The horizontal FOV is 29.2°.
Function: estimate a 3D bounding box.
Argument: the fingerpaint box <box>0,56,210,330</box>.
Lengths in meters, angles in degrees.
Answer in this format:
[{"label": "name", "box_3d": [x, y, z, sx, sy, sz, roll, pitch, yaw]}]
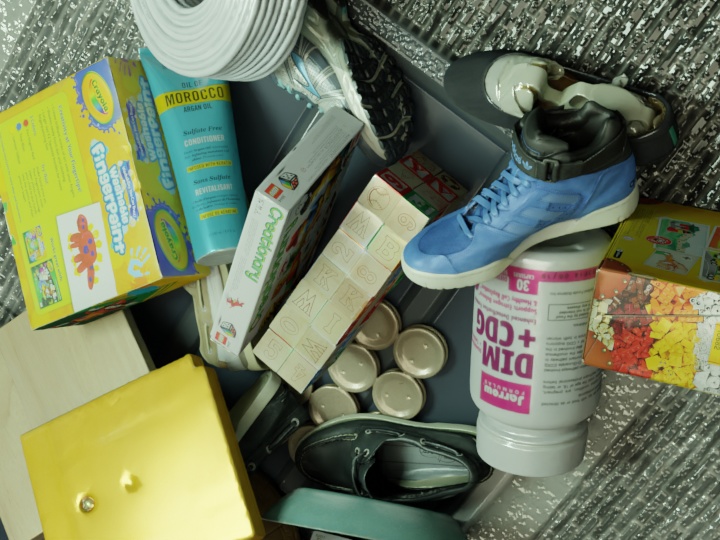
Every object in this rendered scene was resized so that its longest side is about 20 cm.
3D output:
[{"label": "fingerpaint box", "box_3d": [-0.238, -0.066, 1.244, 0.166, 0.073, 0.202, -21, 81, 31]}]

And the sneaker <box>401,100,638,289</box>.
[{"label": "sneaker", "box_3d": [0.117, -0.065, 1.063, 0.198, 0.077, 0.112, -19, 133, -2]}]

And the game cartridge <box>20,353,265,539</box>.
[{"label": "game cartridge", "box_3d": [-0.196, 0.190, 1.226, 0.199, 0.032, 0.177, -25, 69, 14]}]

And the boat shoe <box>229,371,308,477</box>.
[{"label": "boat shoe", "box_3d": [-0.120, 0.192, 1.277, 0.066, 0.074, 0.200, 39, 75, -14]}]

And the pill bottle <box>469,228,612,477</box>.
[{"label": "pill bottle", "box_3d": [0.150, 0.063, 1.167, 0.112, 0.113, 0.202, 7, 111, 17]}]

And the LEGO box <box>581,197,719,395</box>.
[{"label": "LEGO box", "box_3d": [0.263, 0.018, 1.063, 0.148, 0.200, 0.078, 13, 112, 16]}]

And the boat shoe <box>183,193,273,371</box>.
[{"label": "boat shoe", "box_3d": [-0.134, -0.002, 1.268, 0.068, 0.075, 0.202, -6, 101, 26]}]

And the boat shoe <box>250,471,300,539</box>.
[{"label": "boat shoe", "box_3d": [-0.136, 0.225, 1.357, 0.200, 0.074, 0.069, 51, 133, 6]}]

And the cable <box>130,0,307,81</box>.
[{"label": "cable", "box_3d": [-0.119, -0.256, 1.136, 0.200, 0.069, 0.201, 46, 127, 33]}]

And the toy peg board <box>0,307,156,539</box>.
[{"label": "toy peg board", "box_3d": [-0.267, 0.134, 1.337, 0.198, 0.098, 0.201, -33, 68, 13]}]

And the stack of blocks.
[{"label": "stack of blocks", "box_3d": [0.000, 0.000, 1.193, 0.058, 0.115, 0.200, 39, 114, 7]}]

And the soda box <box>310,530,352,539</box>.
[{"label": "soda box", "box_3d": [0.041, 0.312, 1.310, 0.198, 0.068, 0.064, 11, 144, 16]}]

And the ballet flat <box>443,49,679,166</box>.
[{"label": "ballet flat", "box_3d": [0.162, -0.141, 1.113, 0.199, 0.073, 0.074, 20, 114, 11]}]

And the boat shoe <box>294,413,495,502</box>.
[{"label": "boat shoe", "box_3d": [0.024, 0.179, 1.263, 0.198, 0.066, 0.075, 2, 111, 19]}]

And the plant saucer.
[{"label": "plant saucer", "box_3d": [0.010, 0.227, 1.254, 0.198, 0.200, 0.036, 7, 78, 17]}]

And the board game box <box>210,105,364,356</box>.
[{"label": "board game box", "box_3d": [-0.064, -0.031, 1.166, 0.034, 0.126, 0.201, 32, 140, 7]}]

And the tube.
[{"label": "tube", "box_3d": [-0.137, -0.106, 1.204, 0.077, 0.050, 0.202, -9, 77, -16]}]

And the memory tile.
[{"label": "memory tile", "box_3d": [-0.015, 0.109, 1.298, 0.153, 0.017, 0.201, 29, 115, 8]}]

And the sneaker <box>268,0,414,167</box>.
[{"label": "sneaker", "box_3d": [-0.029, -0.172, 1.181, 0.086, 0.077, 0.201, -31, 89, 38]}]
